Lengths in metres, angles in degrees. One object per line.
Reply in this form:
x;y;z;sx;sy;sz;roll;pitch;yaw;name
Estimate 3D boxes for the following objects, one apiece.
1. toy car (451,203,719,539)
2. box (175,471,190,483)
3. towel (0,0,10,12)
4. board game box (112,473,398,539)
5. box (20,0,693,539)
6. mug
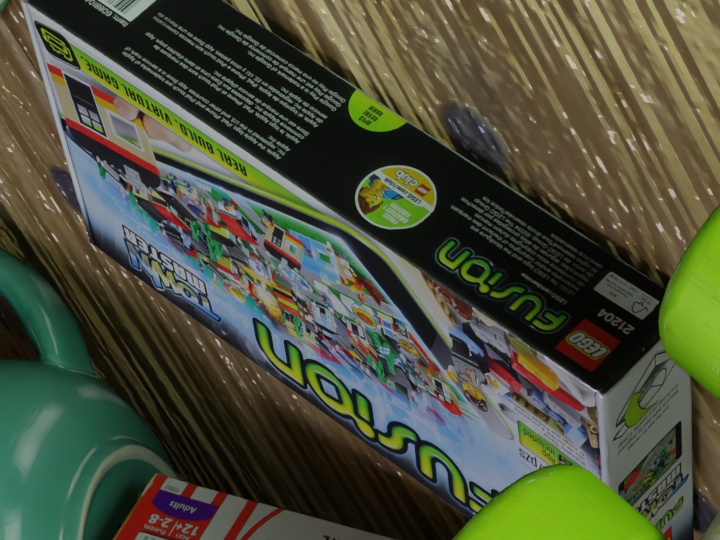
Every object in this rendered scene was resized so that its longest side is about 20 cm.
0.132;0.088;0.617;0.164;0.158;0.200;41;-175;24;toy car
-0.032;0.148;1.087;0.200;0.021;0.164;36;154;26;box
-0.166;-0.124;0.879;0.153;0.023;0.200;49;157;-6;towel
0.014;0.158;0.947;0.151;0.046;0.200;12;143;28;board game box
0.000;0.000;0.775;0.200;0.035;0.110;34;154;28;box
-0.124;0.091;0.977;0.114;0.152;0.185;-7;108;25;mug
